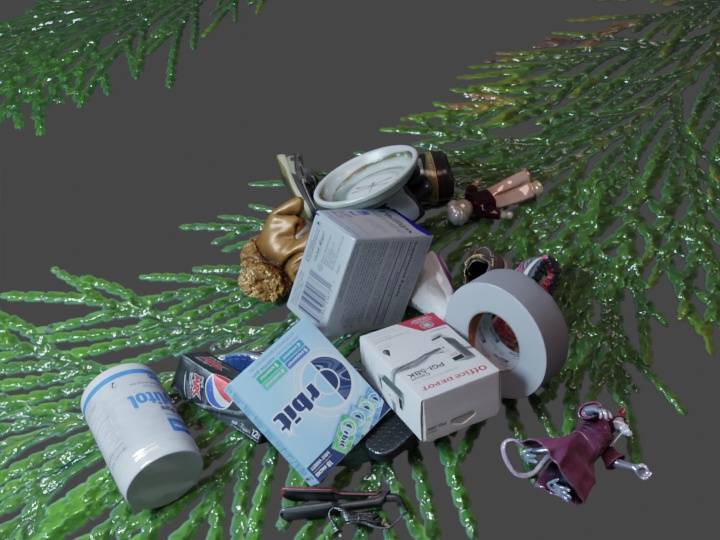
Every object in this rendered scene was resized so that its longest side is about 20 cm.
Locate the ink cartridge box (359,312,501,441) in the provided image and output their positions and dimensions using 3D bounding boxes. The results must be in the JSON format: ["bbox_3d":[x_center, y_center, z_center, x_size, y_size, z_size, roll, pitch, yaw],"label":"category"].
[{"bbox_3d":[0.108,0.162,1.358,0.146,0.083,0.200,-17,32,-22],"label":"ink cartridge box"}]

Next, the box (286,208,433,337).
[{"bbox_3d":[0.000,0.000,1.459,0.200,0.184,0.105,-4,32,-46],"label":"box"}]

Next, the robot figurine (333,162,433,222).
[{"bbox_3d":[0.042,-0.121,1.629,0.200,0.125,0.150,-37,59,8],"label":"robot figurine"}]

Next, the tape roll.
[{"bbox_3d":[0.231,0.101,1.377,0.066,0.201,0.200,-26,49,-39],"label":"tape roll"}]

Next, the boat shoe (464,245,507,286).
[{"bbox_3d":[0.217,0.005,1.531,0.072,0.060,0.200,-33,22,23],"label":"boat shoe"}]

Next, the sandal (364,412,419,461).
[{"bbox_3d":[0.093,0.243,1.365,0.200,0.048,0.075,-28,38,-22],"label":"sandal"}]

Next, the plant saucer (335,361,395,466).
[{"bbox_3d":[-0.025,0.226,1.409,0.199,0.027,0.201,-3,48,3],"label":"plant saucer"}]

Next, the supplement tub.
[{"bbox_3d":[-0.342,0.254,1.341,0.132,0.132,0.200,-28,51,-19],"label":"supplement tub"}]

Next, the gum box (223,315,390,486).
[{"bbox_3d":[-0.080,0.199,1.328,0.200,0.045,0.170,48,61,2],"label":"gum box"}]

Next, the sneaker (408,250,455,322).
[{"bbox_3d":[0.129,0.060,1.532,0.099,0.075,0.200,-25,48,8],"label":"sneaker"}]

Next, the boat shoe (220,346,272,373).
[{"bbox_3d":[-0.140,0.164,1.450,0.199,0.073,0.072,3,21,24],"label":"boat shoe"}]

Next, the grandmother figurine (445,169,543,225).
[{"bbox_3d":[0.254,-0.142,1.703,0.199,0.061,0.121,-23,41,-19],"label":"grandmother figurine"}]

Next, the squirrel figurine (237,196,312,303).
[{"bbox_3d":[-0.124,-0.003,1.579,0.200,0.142,0.187,-28,60,-1],"label":"squirrel figurine"}]

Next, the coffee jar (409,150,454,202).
[{"bbox_3d":[0.086,-0.180,1.732,0.199,0.085,0.105,-9,48,-3],"label":"coffee jar"}]

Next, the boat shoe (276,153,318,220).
[{"bbox_3d":[-0.119,-0.181,1.761,0.066,0.072,0.201,-22,45,-8],"label":"boat shoe"}]

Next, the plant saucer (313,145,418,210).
[{"bbox_3d":[0.017,-0.152,1.520,0.199,0.050,0.200,-21,26,11],"label":"plant saucer"}]

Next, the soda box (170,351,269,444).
[{"bbox_3d":[-0.211,0.204,1.401,0.200,0.064,0.071,26,12,27],"label":"soda box"}]

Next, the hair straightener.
[{"bbox_3d":[-0.023,0.364,1.280,0.199,0.041,0.077,2,48,1],"label":"hair straightener"}]

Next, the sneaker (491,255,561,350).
[{"bbox_3d":[0.277,0.061,1.510,0.200,0.081,0.075,-51,24,-22],"label":"sneaker"}]

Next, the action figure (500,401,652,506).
[{"bbox_3d":[0.340,0.273,1.309,0.200,0.134,0.149,-27,7,-35],"label":"action figure"}]
